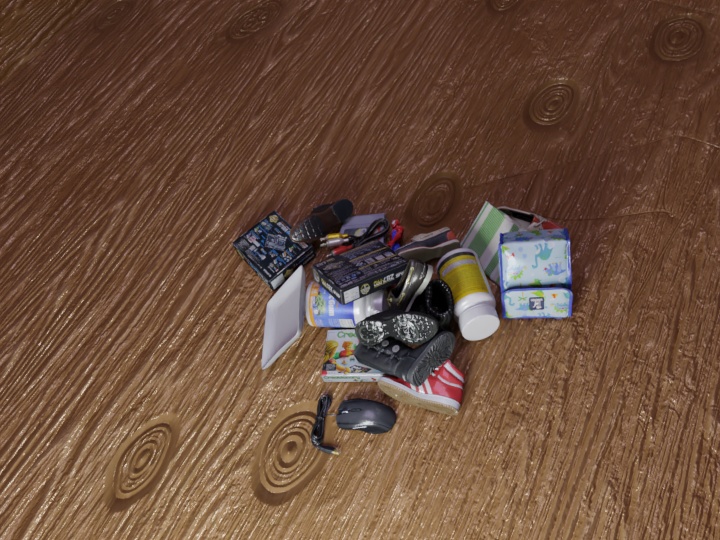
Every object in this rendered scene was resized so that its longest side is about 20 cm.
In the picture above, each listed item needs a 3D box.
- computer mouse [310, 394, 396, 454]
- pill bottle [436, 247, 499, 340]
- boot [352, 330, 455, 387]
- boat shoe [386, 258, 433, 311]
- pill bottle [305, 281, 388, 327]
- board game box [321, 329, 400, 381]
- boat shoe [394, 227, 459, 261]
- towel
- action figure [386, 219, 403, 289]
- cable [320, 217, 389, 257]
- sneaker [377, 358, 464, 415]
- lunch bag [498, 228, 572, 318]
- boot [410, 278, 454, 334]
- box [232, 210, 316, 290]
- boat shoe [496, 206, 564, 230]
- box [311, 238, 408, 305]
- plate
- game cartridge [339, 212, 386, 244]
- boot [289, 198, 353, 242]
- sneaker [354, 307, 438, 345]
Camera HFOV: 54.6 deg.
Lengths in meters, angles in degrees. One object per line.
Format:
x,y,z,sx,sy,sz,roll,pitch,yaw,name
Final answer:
-0.024,0.350,1.582,0.194,0.047,0.143,6,55,19,computer mouse
0.260,0.057,1.683,0.111,0.116,0.204,-16,51,2,pill bottle
0.099,0.177,1.611,0.164,0.067,0.197,-37,31,-31,boot
0.097,0.058,1.644,0.059,0.204,0.072,25,28,-11,boat shoe
-0.032,0.084,1.740,0.194,0.113,0.114,0,53,15,pill bottle
0.008,0.205,1.689,0.194,0.035,0.129,-3,53,13,board game box
0.164,-0.064,1.804,0.195,0.072,0.063,-16,59,-24,boat shoe
0.350,-0.060,1.759,0.200,0.023,0.155,44,110,35,towel
0.089,-0.052,1.841,0.050,0.066,0.204,7,55,-1,action figure
-0.008,-0.081,1.851,0.195,0.051,0.099,-23,52,-1,cable
0.143,0.249,1.598,0.195,0.072,0.115,15,62,15,sneaker
0.410,0.016,1.637,0.165,0.206,0.128,-2,19,15,lunch bag
0.164,0.069,1.669,0.078,0.160,0.213,-25,52,-11,boot
-0.242,-0.059,1.942,0.158,0.046,0.199,-39,54,-16,box
0.437,-0.115,1.789,0.196,0.063,0.072,18,58,24,boat shoe
0.000,0.000,1.714,0.196,0.050,0.161,-23,35,-23,box
-0.186,0.121,1.739,0.032,0.200,0.204,20,48,-26,plate
0.003,-0.068,1.894,0.129,0.041,0.204,-8,52,14,game cartridge
-0.116,-0.134,1.941,0.196,0.076,0.097,-28,13,-15,boot
0.086,0.117,1.581,0.194,0.078,0.091,-2,20,24,sneaker
